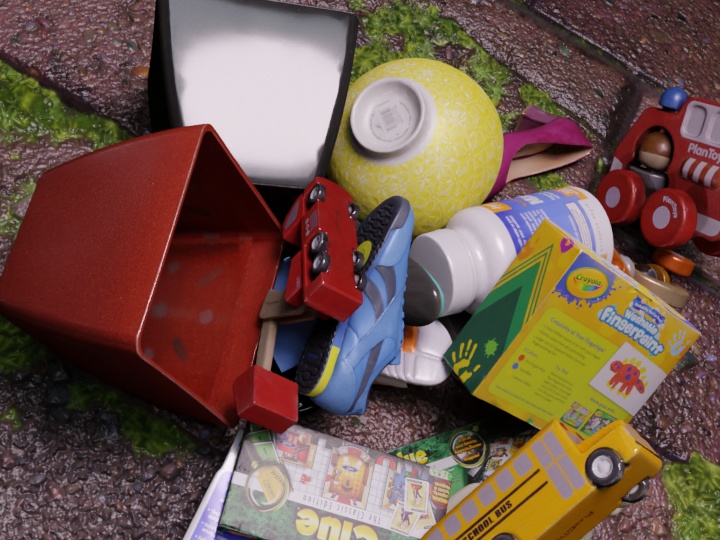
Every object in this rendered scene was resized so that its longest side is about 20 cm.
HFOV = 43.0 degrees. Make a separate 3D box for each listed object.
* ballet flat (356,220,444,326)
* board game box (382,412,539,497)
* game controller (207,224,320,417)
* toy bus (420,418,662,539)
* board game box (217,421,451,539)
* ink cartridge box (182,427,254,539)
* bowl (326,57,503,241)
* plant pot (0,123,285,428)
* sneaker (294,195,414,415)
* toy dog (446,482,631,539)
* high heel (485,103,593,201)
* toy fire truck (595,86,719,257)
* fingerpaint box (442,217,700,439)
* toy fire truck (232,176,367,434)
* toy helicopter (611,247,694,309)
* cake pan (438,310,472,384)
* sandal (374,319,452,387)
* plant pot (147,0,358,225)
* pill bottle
[{"bbox_3d":[0.000,0.000,0.906,0.068,0.069,0.200,-4,27,-34],"label":"ballet flat"},{"bbox_3d":[0.114,0.208,0.917,0.197,0.023,0.106,-12,71,-23],"label":"board game box"},{"bbox_3d":[-0.072,0.045,0.896,0.103,0.042,0.201,-28,64,-6],"label":"game controller"},{"bbox_3d":[0.148,0.194,0.756,0.065,0.200,0.079,32,18,-45],"label":"toy bus"},{"bbox_3d":[-0.019,0.206,0.818,0.197,0.023,0.106,18,64,-8],"label":"board game box"},{"bbox_3d":[-0.066,0.274,0.815,0.196,0.043,0.202,27,61,-2],"label":"ink cartridge box"},{"bbox_3d":[0.043,-0.142,0.951,0.197,0.108,0.204,-5,74,18],"label":"bowl"},{"bbox_3d":[-0.198,0.004,0.811,0.173,0.200,0.203,5,65,19],"label":"plant pot"},{"bbox_3d":[0.012,0.034,0.832,0.078,0.066,0.203,24,86,-25],"label":"sneaker"},{"bbox_3d":[0.159,0.293,0.814,0.190,0.140,0.203,7,71,1],"label":"toy dog"},{"bbox_3d":[0.203,-0.126,1.083,0.095,0.068,0.200,32,55,13],"label":"high heel"},{"bbox_3d":[0.369,-0.117,1.050,0.111,0.171,0.200,6,18,-29],"label":"toy fire truck"},{"bbox_3d":[0.207,0.071,0.892,0.198,0.168,0.074,28,15,-32],"label":"fingerpaint box"},{"bbox_3d":[-0.056,0.026,0.820,0.048,0.141,0.202,27,36,-28],"label":"toy fire truck"},{"bbox_3d":[0.273,-0.009,1.030,0.198,0.080,0.132,29,16,19],"label":"toy helicopter"},{"bbox_3d":[0.166,0.046,1.006,0.197,0.037,0.203,7,63,-14],"label":"cake pan"},{"bbox_3d":[-0.002,0.072,0.933,0.203,0.060,0.080,13,60,14],"label":"sandal"},{"bbox_3d":[-0.119,-0.145,0.932,0.197,0.200,0.181,5,71,-15],"label":"plant pot"},{"bbox_3d":[0.152,-0.016,0.938,0.197,0.112,0.113,-13,68,-28],"label":"pill bottle"}]
